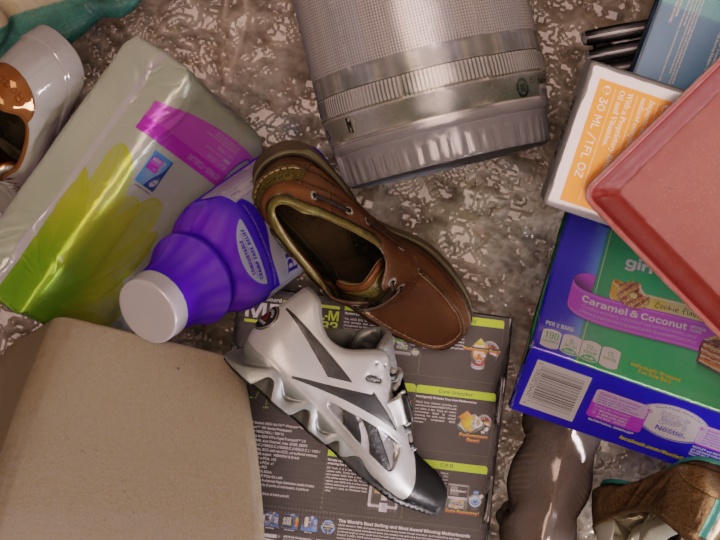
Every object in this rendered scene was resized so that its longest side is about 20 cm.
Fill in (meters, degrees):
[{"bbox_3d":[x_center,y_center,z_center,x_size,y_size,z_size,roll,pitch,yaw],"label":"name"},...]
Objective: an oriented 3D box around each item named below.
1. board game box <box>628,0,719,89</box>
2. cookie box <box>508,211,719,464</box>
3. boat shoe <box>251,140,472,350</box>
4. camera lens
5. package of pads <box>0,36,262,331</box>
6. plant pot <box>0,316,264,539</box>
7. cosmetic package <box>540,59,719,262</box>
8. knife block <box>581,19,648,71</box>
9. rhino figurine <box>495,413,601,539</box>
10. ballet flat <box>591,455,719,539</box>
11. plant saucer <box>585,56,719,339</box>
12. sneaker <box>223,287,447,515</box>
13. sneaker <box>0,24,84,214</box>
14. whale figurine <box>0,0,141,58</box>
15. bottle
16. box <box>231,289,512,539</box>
[{"bbox_3d":[0.284,-0.120,1.581,0.199,0.047,0.151,20,97,1],"label":"board game box"},{"bbox_3d":[0.207,0.025,1.582,0.171,0.075,0.200,19,49,1],"label":"cookie box"},{"bbox_3d":[0.000,0.000,1.562,0.200,0.068,0.072,38,113,-25],"label":"boat shoe"},{"bbox_3d":[0.039,-0.169,1.594,0.159,0.160,0.201,-14,90,1],"label":"camera lens"},{"bbox_3d":[-0.165,-0.046,1.601,0.068,0.154,0.200,36,89,23],"label":"package of pads"},{"bbox_3d":[-0.176,0.139,1.569,0.199,0.200,0.178,15,72,-21],"label":"plant pot"},{"bbox_3d":[0.229,-0.062,1.531,0.199,0.071,0.102,18,97,1],"label":"cosmetic package"},{"bbox_3d":[0.261,-0.165,1.638,0.175,0.064,0.200,36,91,-1],"label":"knife block"},{"bbox_3d":[0.140,0.117,1.627,0.060,0.087,0.201,13,90,0],"label":"rhino figurine"},{"bbox_3d":[0.199,0.175,1.567,0.068,0.200,0.073,23,73,-13],"label":"ballet flat"},{"bbox_3d":[0.279,-0.049,1.476,0.200,0.037,0.200,-44,93,8],"label":"plant saucer"},{"bbox_3d":[0.007,0.089,1.561,0.089,0.074,0.200,-48,121,-2],"label":"sneaker"},{"bbox_3d":[-0.244,-0.083,1.582,0.073,0.200,0.085,38,57,15],"label":"sneaker"},{"bbox_3d":[-0.236,-0.176,1.611,0.199,0.159,0.104,-5,114,9],"label":"whale figurine"},{"bbox_3d":[-0.087,-0.016,1.582,0.065,0.200,0.084,-10,109,39],"label":"bottle"},{"bbox_3d":[0.000,0.116,1.651,0.199,0.048,0.194,6,87,2],"label":"box"}]
